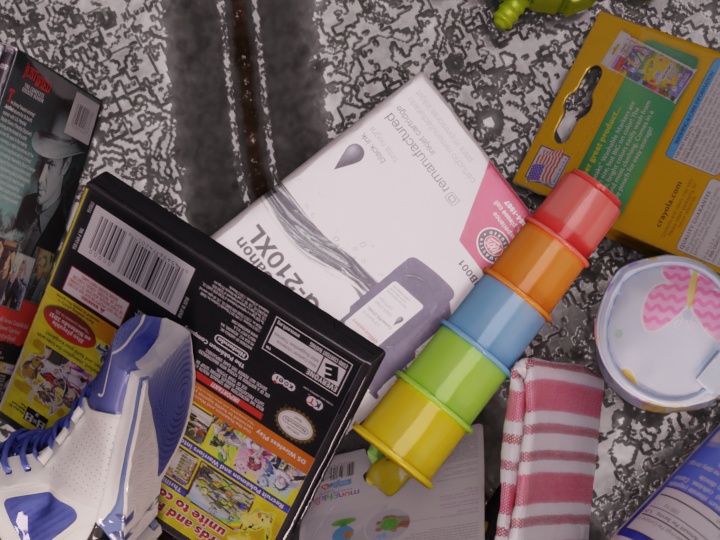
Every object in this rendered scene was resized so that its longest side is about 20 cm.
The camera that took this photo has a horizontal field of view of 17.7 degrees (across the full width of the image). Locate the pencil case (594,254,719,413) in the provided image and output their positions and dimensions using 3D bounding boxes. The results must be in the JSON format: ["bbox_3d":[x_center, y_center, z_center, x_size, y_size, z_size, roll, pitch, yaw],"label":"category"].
[{"bbox_3d":[0.180,0.042,1.356,0.083,0.200,0.091,-33,82,3],"label":"pencil case"}]

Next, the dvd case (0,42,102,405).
[{"bbox_3d":[-0.214,-0.023,1.370,0.022,0.146,0.201,18,87,16],"label":"dvd case"}]

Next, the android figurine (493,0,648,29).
[{"bbox_3d":[0.127,-0.241,1.439,0.182,0.041,0.200,36,80,2],"label":"android figurine"}]

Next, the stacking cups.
[{"bbox_3d":[0.078,0.030,1.346,0.060,0.061,0.200,38,83,0],"label":"stacking cups"}]

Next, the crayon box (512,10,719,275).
[{"bbox_3d":[0.207,-0.066,1.402,0.199,0.052,0.126,26,86,33],"label":"crayon box"}]

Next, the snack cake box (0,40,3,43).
[{"bbox_3d":[-0.257,-0.092,1.342,0.067,0.200,0.116,19,86,0],"label":"snack cake box"}]

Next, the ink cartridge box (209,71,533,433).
[{"bbox_3d":[0.000,0.000,1.404,0.200,0.084,0.145,-38,90,-4],"label":"ink cartridge box"}]

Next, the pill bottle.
[{"bbox_3d":[0.208,0.177,1.375,0.112,0.112,0.200,45,76,1],"label":"pill bottle"}]

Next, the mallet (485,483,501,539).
[{"bbox_3d":[0.050,0.179,1.399,0.066,0.041,0.201,16,57,23],"label":"mallet"}]

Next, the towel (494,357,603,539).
[{"bbox_3d":[0.104,0.153,1.375,0.030,0.146,0.201,5,86,21],"label":"towel"}]

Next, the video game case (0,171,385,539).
[{"bbox_3d":[-0.105,0.067,1.363,0.199,0.025,0.181,32,120,10],"label":"video game case"}]

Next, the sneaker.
[{"bbox_3d":[-0.172,0.113,1.352,0.115,0.081,0.200,22,120,14],"label":"sneaker"}]

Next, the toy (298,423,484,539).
[{"bbox_3d":[0.022,0.180,1.349,0.114,0.201,0.047,-13,130,13],"label":"toy"}]
